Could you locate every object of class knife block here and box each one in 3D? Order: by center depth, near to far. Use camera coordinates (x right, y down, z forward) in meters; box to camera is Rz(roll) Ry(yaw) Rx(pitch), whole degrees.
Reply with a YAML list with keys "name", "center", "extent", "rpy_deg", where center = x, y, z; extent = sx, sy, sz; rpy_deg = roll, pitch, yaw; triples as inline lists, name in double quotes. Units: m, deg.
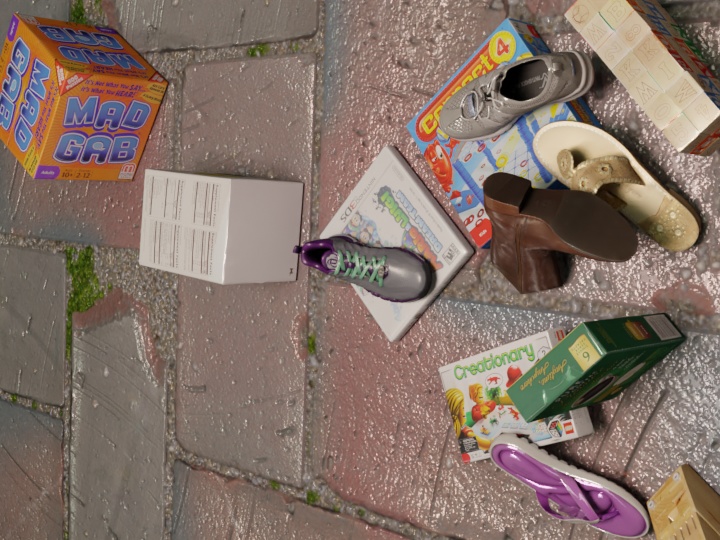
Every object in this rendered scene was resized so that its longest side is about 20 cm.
- name: "knife block"
  center: [0.404, 0.319, 1.029]
  extent: [0.064, 0.174, 0.201]
  rpy_deg: [-56, 13, 26]

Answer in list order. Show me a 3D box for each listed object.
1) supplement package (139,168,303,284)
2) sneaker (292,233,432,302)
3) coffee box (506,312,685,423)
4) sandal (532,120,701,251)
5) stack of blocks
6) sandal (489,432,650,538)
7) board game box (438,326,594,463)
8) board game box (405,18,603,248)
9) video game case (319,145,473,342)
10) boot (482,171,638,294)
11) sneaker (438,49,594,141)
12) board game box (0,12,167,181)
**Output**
- name: "supplement package"
  center: [-0.211, -0.069, 1.484]
  extent: [0.199, 0.151, 0.153]
  rpy_deg: [11, 98, 41]
- name: "sneaker"
  center: [0.000, 0.000, 1.312]
  extent: [0.199, 0.087, 0.075]
  rpy_deg: [15, 102, 41]
- name: "coffee box"
  center: [0.254, 0.100, 1.047]
  extent: [0.123, 0.199, 0.044]
  rpy_deg: [-48, 62, 32]
- name: "sandal"
  center: [0.272, -0.089, 1.062]
  extent: [0.211, 0.070, 0.078]
  rpy_deg: [37, 123, 11]
- name: "stack of blocks"
  center: [0.317, -0.214, 1.033]
  extent: [0.059, 0.115, 0.201]
  rpy_deg: [-46, 64, 32]
- name: "sandal"
  center: [0.235, 0.263, 1.141]
  extent: [0.201, 0.050, 0.083]
  rpy_deg: [26, 139, 22]
- name: "board game box"
  center: [0.185, 0.156, 1.201]
  extent: [0.199, 0.034, 0.128]
  rpy_deg: [-28, 73, 49]
- name: "board game box"
  center: [0.176, -0.164, 1.200]
  extent: [0.200, 0.056, 0.197]
  rpy_deg: [-44, 64, 34]
- name: "video game case"
  center: [0.043, -0.036, 1.345]
  extent: [0.182, 0.024, 0.201]
  rpy_deg: [-52, 61, 31]
- name: "boot"
  center: [0.223, -0.017, 1.112]
  extent: [0.185, 0.201, 0.064]
  rpy_deg: [30, 70, 25]
- name: "sneaker"
  center: [0.161, -0.206, 1.118]
  extent: [0.199, 0.082, 0.076]
  rpy_deg: [-22, 78, 40]
- name: "board game box"
  center: [-0.492, -0.293, 1.689]
  extent: [0.200, 0.199, 0.201]
  rpy_deg: [44, 120, 31]
